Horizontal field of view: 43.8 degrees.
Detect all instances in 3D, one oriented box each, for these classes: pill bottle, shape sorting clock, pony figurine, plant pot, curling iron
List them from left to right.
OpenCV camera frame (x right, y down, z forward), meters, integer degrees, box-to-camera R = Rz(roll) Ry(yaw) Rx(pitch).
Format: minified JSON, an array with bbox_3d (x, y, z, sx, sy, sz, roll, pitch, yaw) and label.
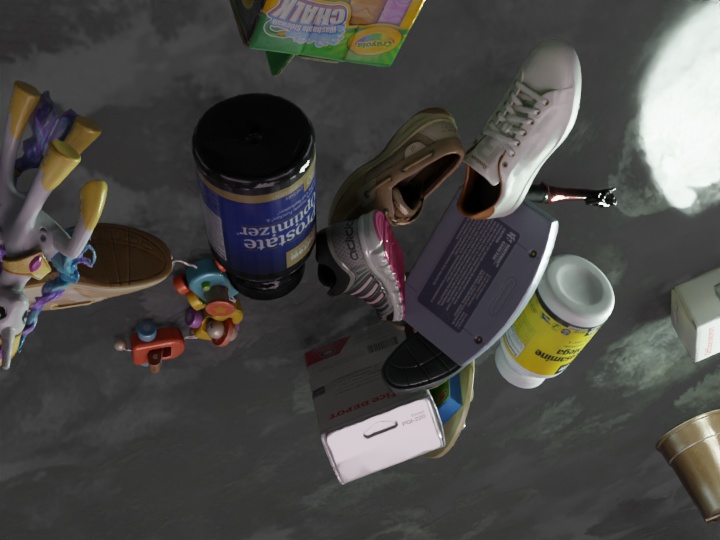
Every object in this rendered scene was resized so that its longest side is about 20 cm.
[{"bbox_3d":[-0.286,-0.044,0.736,0.165,0.193,0.202,12,117,-45],"label":"pony figurine"},{"bbox_3d":[-0.096,-0.061,0.859,0.110,0.113,0.201,-14,147,-11],"label":"pill bottle"},{"bbox_3d":[0.107,0.149,1.205,0.039,0.202,0.201,14,138,-16],"label":"shape sorting clock"},{"bbox_3d":[0.267,0.080,1.273,0.111,0.114,0.201,-5,145,-23],"label":"pill bottle"},{"bbox_3d":[0.229,-0.094,1.073,0.197,0.026,0.049,2,179,-26],"label":"curling iron"},{"bbox_3d":[0.815,0.457,2.061,0.197,0.201,0.201,-15,148,-9],"label":"plant pot"}]

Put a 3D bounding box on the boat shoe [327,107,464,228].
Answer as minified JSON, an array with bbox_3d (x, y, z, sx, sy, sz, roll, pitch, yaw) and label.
[{"bbox_3d":[0.033,-0.082,0.946,0.070,0.065,0.200,8,138,-37],"label":"boat shoe"}]

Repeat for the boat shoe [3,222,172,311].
[{"bbox_3d":[-0.289,0.001,0.890,0.197,0.075,0.069,-3,156,-25],"label":"boat shoe"}]

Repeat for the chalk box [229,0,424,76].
[{"bbox_3d":[-0.024,-0.232,0.640,0.122,0.126,0.201,0,143,-29],"label":"chalk box"}]

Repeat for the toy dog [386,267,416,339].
[{"bbox_3d":[0.105,0.026,1.116,0.199,0.097,0.131,-38,144,25],"label":"toy dog"}]

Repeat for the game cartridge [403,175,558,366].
[{"bbox_3d":[0.133,0.001,1.018,0.041,0.133,0.202,-9,133,-57],"label":"game cartridge"}]

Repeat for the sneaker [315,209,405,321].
[{"bbox_3d":[0.000,0.000,0.968,0.086,0.075,0.200,-6,155,10],"label":"sneaker"}]

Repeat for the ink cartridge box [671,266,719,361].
[{"bbox_3d":[0.608,0.049,1.436,0.197,0.086,0.146,-23,148,7],"label":"ink cartridge box"}]

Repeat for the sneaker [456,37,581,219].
[{"bbox_3d":[0.154,-0.132,0.894,0.084,0.073,0.202,-19,138,-44],"label":"sneaker"}]

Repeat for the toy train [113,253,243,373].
[{"bbox_3d":[-0.201,0.058,1.028,0.148,0.056,0.201,-6,145,-23],"label":"toy train"}]

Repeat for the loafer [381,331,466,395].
[{"bbox_3d":[0.115,0.095,1.091,0.198,0.072,0.063,-33,150,-12],"label":"loafer"}]

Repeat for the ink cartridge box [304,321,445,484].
[{"bbox_3d":[0.014,0.164,1.160,0.143,0.201,0.086,-20,115,0],"label":"ink cartridge box"}]
